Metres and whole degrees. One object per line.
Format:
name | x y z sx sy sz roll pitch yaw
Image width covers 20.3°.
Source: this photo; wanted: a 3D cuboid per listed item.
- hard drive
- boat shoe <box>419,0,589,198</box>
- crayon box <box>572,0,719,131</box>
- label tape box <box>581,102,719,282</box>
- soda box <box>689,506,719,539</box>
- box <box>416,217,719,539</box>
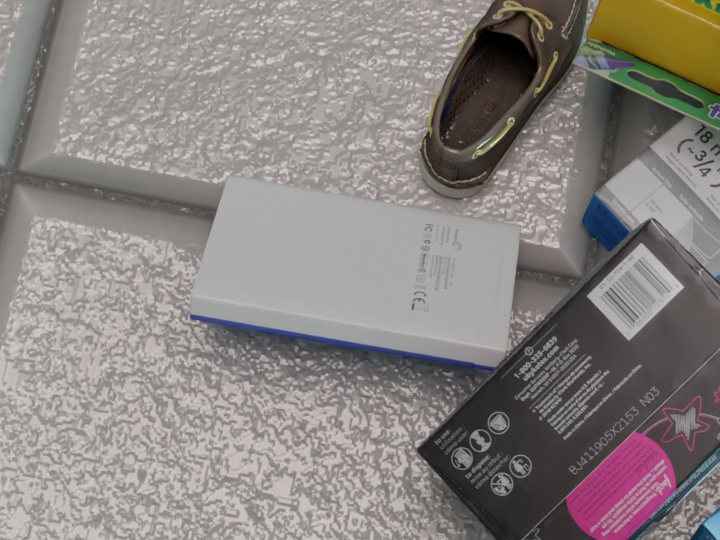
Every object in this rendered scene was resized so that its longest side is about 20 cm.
hard drive | 0.000 0.000 1.297 0.198 0.026 0.132 10 39 2
boat shoe | 0.102 -0.144 1.364 0.071 0.060 0.201 29 72 9
crayon box | 0.231 -0.178 1.334 0.125 0.052 0.200 25 41 7
label tape box | 0.269 -0.050 1.333 0.200 0.063 0.144 -39 76 -13
soda box | 0.304 0.129 1.270 0.200 0.064 0.068 -38 75 -14
box | 0.154 0.086 1.227 0.200 0.115 0.132 -45 76 5
